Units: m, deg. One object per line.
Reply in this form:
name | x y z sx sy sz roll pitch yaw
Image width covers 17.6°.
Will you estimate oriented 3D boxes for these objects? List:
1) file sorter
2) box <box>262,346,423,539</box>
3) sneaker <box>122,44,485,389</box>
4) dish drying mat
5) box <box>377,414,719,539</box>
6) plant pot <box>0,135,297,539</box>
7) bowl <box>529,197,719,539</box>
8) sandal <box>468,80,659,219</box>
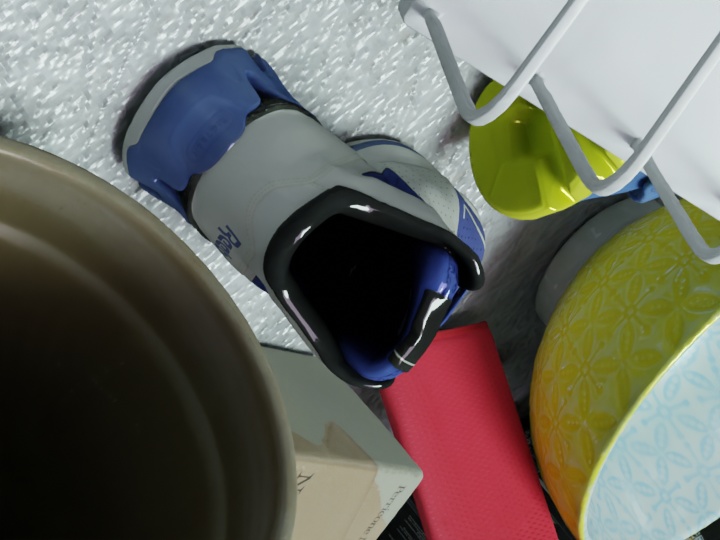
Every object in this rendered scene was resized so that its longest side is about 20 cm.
file sorter | 0.138 -0.071 0.769 0.200 0.125 0.139 30 109 -19
box | -0.072 0.081 0.922 0.095 0.078 0.200 -53 149 15
sneaker | 0.000 0.000 0.867 0.081 0.115 0.199 -47 151 9
dish drying mat | 0.059 0.124 1.041 0.077 0.201 0.018 -9 169 -46
box | 0.123 0.171 1.152 0.163 0.200 0.086 -23 151 -33
plant pot | -0.147 0.082 0.747 0.199 0.201 0.174 -12 155 -43
bowl | 0.146 0.028 1.093 0.200 0.108 0.201 -30 149 -21
sandal | 0.140 -0.075 0.921 0.199 0.080 0.087 -18 167 39
